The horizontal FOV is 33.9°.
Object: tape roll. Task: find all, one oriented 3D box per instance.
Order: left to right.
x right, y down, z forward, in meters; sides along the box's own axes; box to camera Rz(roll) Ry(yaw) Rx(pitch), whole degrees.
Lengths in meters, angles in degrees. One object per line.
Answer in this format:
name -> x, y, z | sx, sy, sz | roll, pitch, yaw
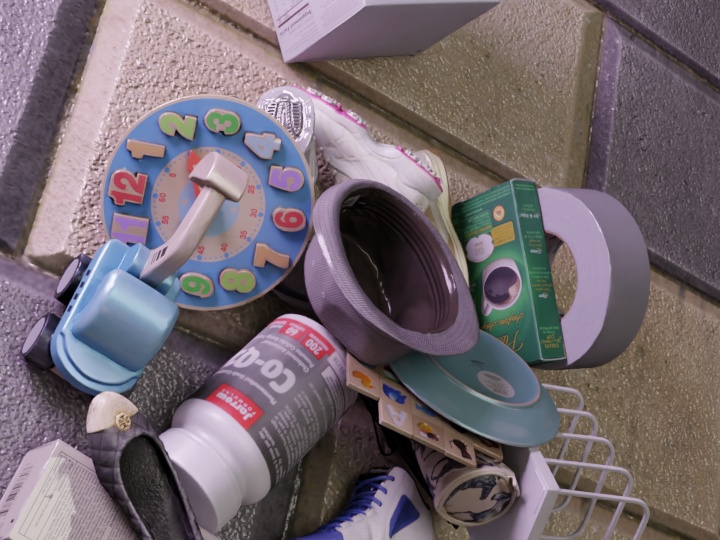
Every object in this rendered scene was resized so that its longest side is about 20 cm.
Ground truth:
tape roll -> 0.226, 0.009, 1.316 | 0.066, 0.200, 0.203 | -1, 77, -36

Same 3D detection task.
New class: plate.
plate -> 0.112, 0.097, 1.157 | 0.198, 0.026, 0.201 | 24, 23, -11

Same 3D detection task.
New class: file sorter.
file sorter -> 0.185, 0.218, 1.184 | 0.123, 0.140, 0.201 | 10, 25, -16

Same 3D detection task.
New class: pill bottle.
pill bottle -> -0.101, 0.141, 1.090 | 0.200, 0.113, 0.114 | -43, 102, -37

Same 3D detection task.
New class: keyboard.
keyboard -> 0.034, 0.178, 1.205 | 0.039, 0.104, 0.201 | -29, 117, 5

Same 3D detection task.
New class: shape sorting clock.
shape sorting clock -> -0.140, -0.060, 1.089 | 0.197, 0.039, 0.203 | -1, 104, -5

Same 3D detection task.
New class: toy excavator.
toy excavator -> -0.182, 0.009, 1.015 | 0.099, 0.199, 0.196 | 35, 59, -23

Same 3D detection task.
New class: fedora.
fedora -> 0.014, 0.015, 1.099 | 0.176, 0.090, 0.202 | -3, 59, -47

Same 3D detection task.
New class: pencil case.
pencil case -> 0.093, 0.163, 1.164 | 0.078, 0.089, 0.201 | 52, 10, -34

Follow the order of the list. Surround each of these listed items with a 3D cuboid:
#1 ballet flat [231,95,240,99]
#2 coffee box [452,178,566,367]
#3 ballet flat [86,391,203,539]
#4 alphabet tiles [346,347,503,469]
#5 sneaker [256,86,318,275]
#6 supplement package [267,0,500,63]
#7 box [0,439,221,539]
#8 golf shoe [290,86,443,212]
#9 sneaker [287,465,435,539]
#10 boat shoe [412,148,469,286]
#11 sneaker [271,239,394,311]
ballet flat -> -0.149, -0.085, 1.150 | 0.067, 0.069, 0.202 | 13, 65, -6
coffee box -> 0.157, 0.013, 1.317 | 0.044, 0.122, 0.203 | 1, 74, -39
ballet flat -> -0.163, 0.188, 0.967 | 0.066, 0.057, 0.202 | -27, 91, -42
alphabet tiles -> 0.058, 0.107, 1.126 | 0.165, 0.006, 0.201 | 27, 24, -14
sneaker -> -0.073, -0.076, 1.193 | 0.077, 0.099, 0.203 | 6, 74, 10
supplement package -> 0.021, -0.310, 1.289 | 0.198, 0.155, 0.112 | -13, 84, -38
box -> -0.208, 0.237, 1.004 | 0.199, 0.077, 0.096 | 39, 56, -21
golf shoe -> -0.011, -0.117, 1.249 | 0.199, 0.075, 0.092 | 37, 98, 9
sneaker -> 0.001, 0.250, 1.164 | 0.198, 0.080, 0.117 | 11, 66, -41
boat shoe -> 0.069, -0.031, 1.302 | 0.066, 0.074, 0.203 | -10, 82, -22
sneaker -> 0.000, 0.000, 1.208 | 0.197, 0.085, 0.078 | 7, 71, -15
